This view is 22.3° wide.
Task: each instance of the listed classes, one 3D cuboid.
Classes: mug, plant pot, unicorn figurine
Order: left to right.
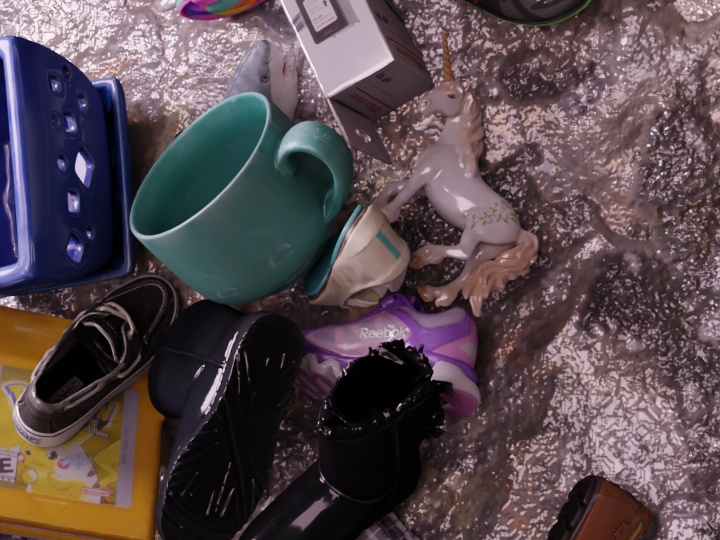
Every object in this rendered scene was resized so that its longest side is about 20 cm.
[{"bbox_3d":[-0.298,-0.072,1.534,0.199,0.179,0.202,-9,82,30],"label":"plant pot"},{"bbox_3d":[-0.084,-0.045,1.440,0.152,0.114,0.185,-50,28,-9],"label":"mug"},{"bbox_3d":[0.070,-0.065,1.465,0.137,0.074,0.201,-35,81,-9],"label":"unicorn figurine"}]

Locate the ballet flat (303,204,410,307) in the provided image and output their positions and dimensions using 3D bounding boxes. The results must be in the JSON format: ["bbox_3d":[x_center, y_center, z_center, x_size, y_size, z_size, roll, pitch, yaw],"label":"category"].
[{"bbox_3d":[0.000,0.000,1.441,0.069,0.200,0.070,1,81,-9],"label":"ballet flat"}]

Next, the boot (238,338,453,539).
[{"bbox_3d":[-0.017,0.150,1.362,0.198,0.163,0.073,-36,65,-25],"label":"boot"}]

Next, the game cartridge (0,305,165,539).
[{"bbox_3d":[-0.247,0.126,1.497,0.175,0.032,0.201,11,53,-15],"label":"game cartridge"}]

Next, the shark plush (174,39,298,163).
[{"bbox_3d":[-0.124,-0.114,1.537,0.199,0.083,0.091,-35,59,25],"label":"shark plush"}]

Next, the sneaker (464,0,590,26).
[{"bbox_3d":[0.097,-0.247,1.467,0.199,0.084,0.077,15,91,21],"label":"sneaker"}]

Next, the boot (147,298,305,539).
[{"bbox_3d":[-0.125,0.120,1.454,0.076,0.168,0.201,25,80,-23],"label":"boot"}]

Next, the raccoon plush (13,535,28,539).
[{"bbox_3d":[-0.329,0.145,1.560,0.200,0.134,0.097,42,101,18],"label":"raccoon plush"}]

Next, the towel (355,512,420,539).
[{"bbox_3d":[-0.018,0.271,1.465,0.200,0.086,0.166,45,100,18],"label":"towel"}]

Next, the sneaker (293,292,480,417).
[{"bbox_3d":[0.014,0.061,1.480,0.199,0.080,0.089,4,66,30],"label":"sneaker"}]

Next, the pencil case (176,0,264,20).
[{"bbox_3d":[-0.135,-0.316,1.559,0.088,0.088,0.202,-17,81,18],"label":"pencil case"}]

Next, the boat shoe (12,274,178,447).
[{"bbox_3d":[-0.208,0.063,1.503,0.070,0.200,0.064,34,138,4],"label":"boat shoe"}]

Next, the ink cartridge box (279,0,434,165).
[{"bbox_3d":[-0.006,-0.194,1.484,0.066,0.116,0.201,-28,77,14],"label":"ink cartridge box"}]

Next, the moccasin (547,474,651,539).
[{"bbox_3d":[0.155,0.258,1.403,0.077,0.074,0.202,35,77,-9],"label":"moccasin"}]
